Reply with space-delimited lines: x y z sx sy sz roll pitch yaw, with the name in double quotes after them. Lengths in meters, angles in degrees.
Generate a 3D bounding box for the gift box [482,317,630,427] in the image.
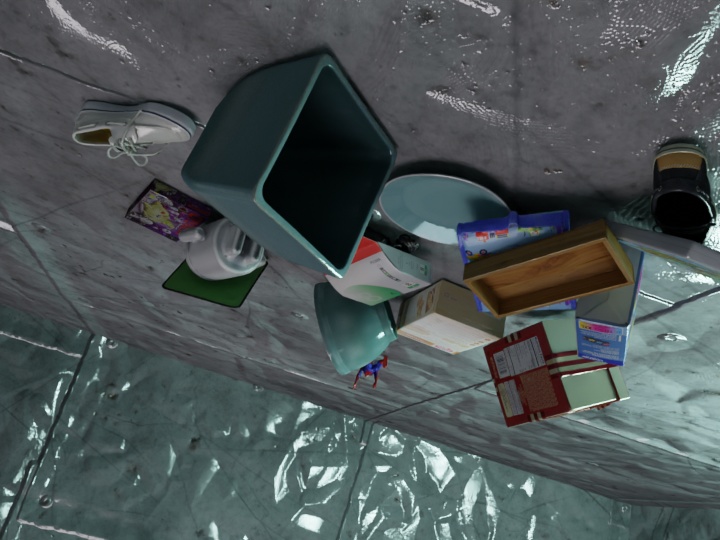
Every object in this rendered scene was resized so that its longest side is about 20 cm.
0.355 0.181 1.145 0.186 0.185 0.200 -2 164 -32 "gift box"

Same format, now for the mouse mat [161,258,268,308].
-0.292 0.007 1.260 0.161 0.200 0.008 16 119 3 "mouse mat"

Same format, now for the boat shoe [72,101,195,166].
-0.343 -0.197 0.907 0.201 0.086 0.075 10 157 16 "boat shoe"

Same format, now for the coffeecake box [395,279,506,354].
0.181 0.102 1.271 0.153 0.073 0.200 21 157 -14 "coffeecake box"

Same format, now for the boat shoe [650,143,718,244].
0.383 -0.071 0.734 0.074 0.062 0.200 2 156 31 "boat shoe"

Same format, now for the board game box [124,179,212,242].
-0.384 -0.113 1.219 0.120 0.032 0.200 23 157 -27 "board game box"

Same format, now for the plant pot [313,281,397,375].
-0.001 0.104 1.285 0.134 0.201 0.200 -17 151 7 "plant pot"

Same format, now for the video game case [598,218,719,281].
0.415 -0.012 0.755 0.182 0.022 0.200 20 -171 -11 "video game case"

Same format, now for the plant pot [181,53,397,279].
-0.108 -0.130 0.781 0.200 0.197 0.196 11 159 35 "plant pot"

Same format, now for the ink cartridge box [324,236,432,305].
0.000 0.000 1.074 0.200 0.050 0.161 18 153 -37 "ink cartridge box"

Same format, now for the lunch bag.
0.230 -0.021 0.893 0.150 0.094 0.200 -3 152 20 "lunch bag"

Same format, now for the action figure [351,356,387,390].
0.027 0.319 1.872 0.065 0.099 0.200 19 160 -3 "action figure"

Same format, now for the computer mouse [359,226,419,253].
-0.008 -0.052 1.079 0.199 0.053 0.139 8 158 -14 "computer mouse"

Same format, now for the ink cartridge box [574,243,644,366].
0.380 0.057 0.940 0.076 0.137 0.200 12 158 24 "ink cartridge box"

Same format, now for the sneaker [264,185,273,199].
-0.106 -0.079 0.931 0.200 0.074 0.118 36 -173 10 "sneaker"

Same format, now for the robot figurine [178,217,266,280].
-0.264 -0.040 1.190 0.169 0.113 0.200 31 154 -35 "robot figurine"

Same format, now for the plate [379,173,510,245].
0.126 -0.094 0.908 0.200 0.026 0.200 15 158 6 "plate"

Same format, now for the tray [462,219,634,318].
0.252 0.003 0.835 0.200 0.037 0.099 -20 131 35 "tray"
